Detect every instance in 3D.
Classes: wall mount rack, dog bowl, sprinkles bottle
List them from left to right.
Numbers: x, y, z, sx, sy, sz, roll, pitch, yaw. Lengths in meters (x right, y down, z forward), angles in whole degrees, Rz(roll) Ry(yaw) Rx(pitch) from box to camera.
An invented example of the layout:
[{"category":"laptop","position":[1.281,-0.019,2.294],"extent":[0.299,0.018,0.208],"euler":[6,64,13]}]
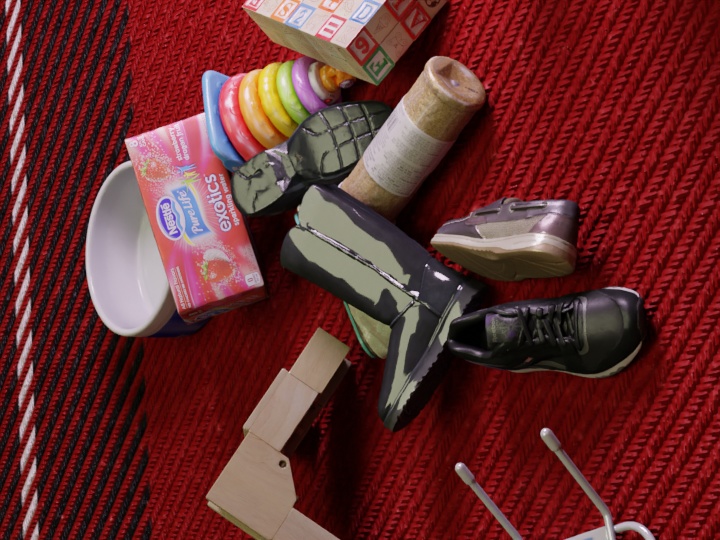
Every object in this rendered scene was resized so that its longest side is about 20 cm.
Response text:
[{"category":"dog bowl","position":[-0.235,-0.023,2.070],"extent":[0.199,0.078,0.203],"euler":[-7,81,51]},{"category":"sprinkles bottle","position":[0.042,-0.113,1.732],"extent":[0.200,0.068,0.069],"euler":[-53,49,35]},{"category":"wall mount rack","position":[0.160,0.236,1.548],"extent":[0.199,0.074,0.176],"euler":[-28,65,46]}]

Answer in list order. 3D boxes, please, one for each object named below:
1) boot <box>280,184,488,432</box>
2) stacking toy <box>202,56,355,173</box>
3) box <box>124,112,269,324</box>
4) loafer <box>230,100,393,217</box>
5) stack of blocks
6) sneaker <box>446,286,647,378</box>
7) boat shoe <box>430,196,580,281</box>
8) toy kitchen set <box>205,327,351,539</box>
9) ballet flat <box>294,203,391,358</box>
[{"category":"boot","position":[0.000,0.033,1.706],"extent":[0.199,0.066,0.166],"euler":[33,94,19]},{"category":"stacking toy","position":[-0.060,-0.182,1.861],"extent":[0.199,0.116,0.111],"euler":[-26,63,33]},{"category":"box","position":[-0.173,-0.054,1.923],"extent":[0.096,0.099,0.202],"euler":[77,175,-81]},{"category":"loafer","position":[-0.038,-0.115,1.834],"extent":[0.199,0.072,0.074],"euler":[-24,75,26]},{"category":"stack of blocks","position":[-0.018,-0.268,1.789],"extent":[0.115,0.059,0.199],"euler":[-51,39,-8]},{"category":"sneaker","position":[0.156,0.058,1.557],"extent":[0.199,0.087,0.077],"euler":[-15,75,50]},{"category":"boat shoe","position":[0.135,-0.033,1.614],"extent":[0.200,0.072,0.065],"euler":[0,63,64]},{"category":"toy kitchen set","position":[-0.031,0.200,1.815],"extent":[0.201,0.180,0.163],"euler":[-56,-5,-12]},{"category":"ballet flat","position":[0.000,0.000,1.797],"extent":[0.062,0.067,0.201],"euler":[-37,60,13]}]
